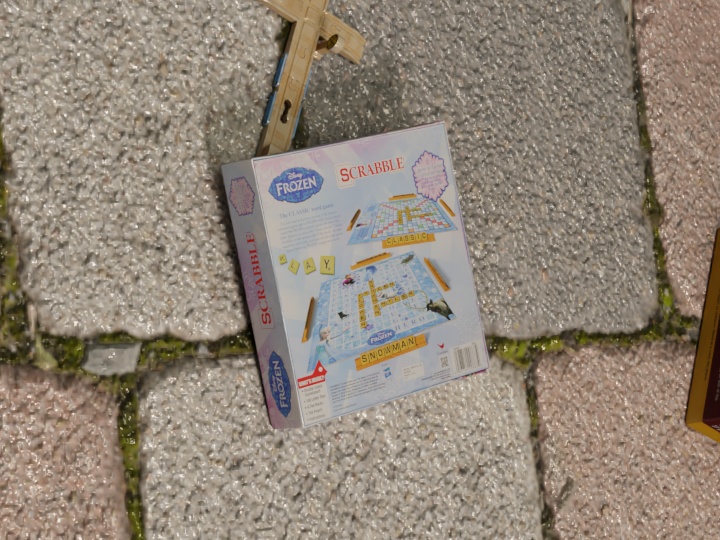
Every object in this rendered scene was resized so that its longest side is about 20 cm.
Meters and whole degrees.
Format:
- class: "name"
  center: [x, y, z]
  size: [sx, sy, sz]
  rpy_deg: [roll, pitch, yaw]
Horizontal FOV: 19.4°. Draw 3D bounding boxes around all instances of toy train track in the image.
- class: "toy train track"
  center: [-0.041, -0.160, 1.598]
  size: [0.115, 0.032, 0.200]
  rpy_deg: [29, 63, -32]

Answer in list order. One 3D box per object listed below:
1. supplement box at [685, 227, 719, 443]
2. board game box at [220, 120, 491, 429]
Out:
- class: "supplement box"
  center: [0.413, 0.057, 1.822]
  size: [0.133, 0.200, 0.198]
  rpy_deg: [29, 62, -32]
- class: "board game box"
  center: [0.000, 0.000, 1.579]
  size: [0.200, 0.041, 0.200]
  rpy_deg: [-13, 95, -42]
